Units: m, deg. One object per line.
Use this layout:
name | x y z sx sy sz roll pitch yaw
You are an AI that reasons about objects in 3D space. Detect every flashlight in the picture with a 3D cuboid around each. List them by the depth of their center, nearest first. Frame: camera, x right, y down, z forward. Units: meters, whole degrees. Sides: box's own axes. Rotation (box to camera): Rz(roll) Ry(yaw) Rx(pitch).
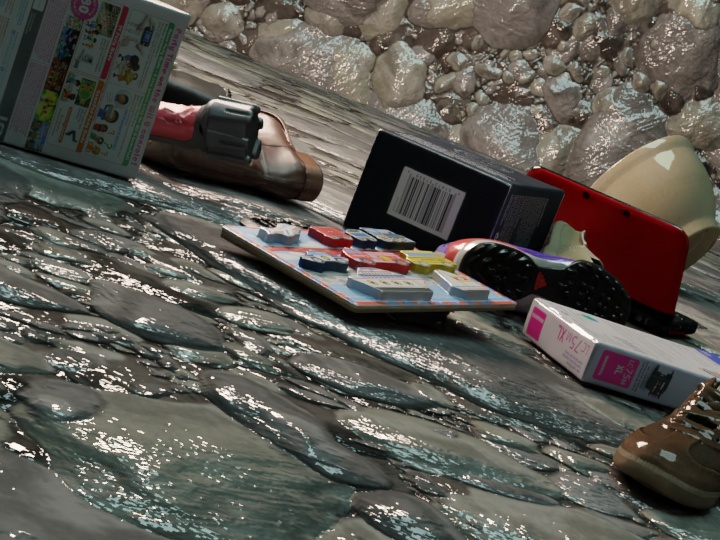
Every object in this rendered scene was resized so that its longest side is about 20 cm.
flashlight | -0.188 -0.142 1.317 0.199 0.068 0.068 11 20 10

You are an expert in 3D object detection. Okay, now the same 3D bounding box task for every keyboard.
keyboard | 0.000 0.000 1.202 0.127 0.021 0.200 12 14 -44

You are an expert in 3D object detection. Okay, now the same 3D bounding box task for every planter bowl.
planter bowl | 0.414 -0.070 2.073 0.200 0.200 0.135 8 44 -55

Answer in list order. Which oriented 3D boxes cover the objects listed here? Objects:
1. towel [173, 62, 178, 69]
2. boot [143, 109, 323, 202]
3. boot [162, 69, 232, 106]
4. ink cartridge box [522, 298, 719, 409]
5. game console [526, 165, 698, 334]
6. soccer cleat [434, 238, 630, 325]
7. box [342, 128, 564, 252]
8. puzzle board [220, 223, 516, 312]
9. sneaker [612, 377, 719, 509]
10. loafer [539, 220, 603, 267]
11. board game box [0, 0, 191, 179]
towel | -0.379 -0.345 2.181 0.199 0.048 0.171 25 7 16
boot | -0.157 -0.131 1.465 0.199 0.065 0.186 8 17 -39
boot | -0.216 -0.194 1.650 0.162 0.074 0.198 21 9 -25
ink cartridge box | 0.246 0.081 1.240 0.199 0.042 0.119 15 11 -22
game console | 0.280 -0.021 1.639 0.199 0.119 0.172 28 11 29
soccer cleat | 0.159 0.012 1.365 0.199 0.069 0.073 16 4 -27
box | 0.097 -0.062 1.493 0.148 0.108 0.200 25 11 21
puzzle board | 0.010 -0.004 1.158 0.150 0.018 0.199 28 18 38
sneaker | 0.221 0.101 0.967 0.070 0.076 0.200 26 10 24
loafer | 0.207 0.005 1.493 0.068 0.076 0.200 24 19 6
board game box | -0.256 -0.174 1.209 0.199 0.148 0.064 16 8 -31
